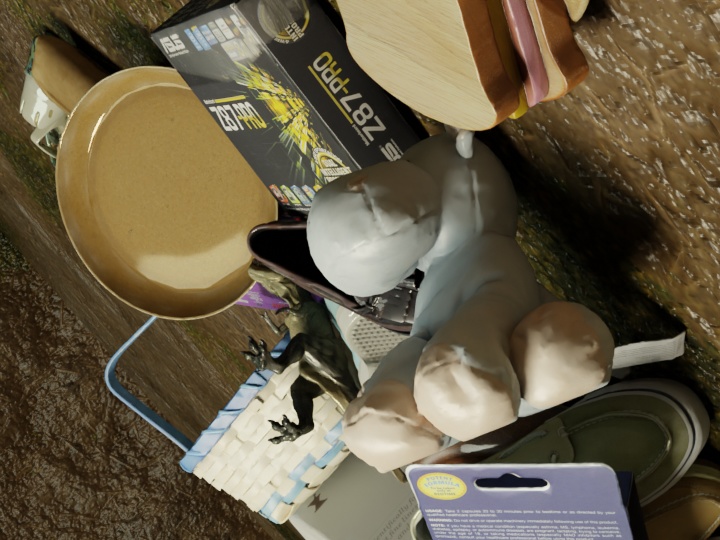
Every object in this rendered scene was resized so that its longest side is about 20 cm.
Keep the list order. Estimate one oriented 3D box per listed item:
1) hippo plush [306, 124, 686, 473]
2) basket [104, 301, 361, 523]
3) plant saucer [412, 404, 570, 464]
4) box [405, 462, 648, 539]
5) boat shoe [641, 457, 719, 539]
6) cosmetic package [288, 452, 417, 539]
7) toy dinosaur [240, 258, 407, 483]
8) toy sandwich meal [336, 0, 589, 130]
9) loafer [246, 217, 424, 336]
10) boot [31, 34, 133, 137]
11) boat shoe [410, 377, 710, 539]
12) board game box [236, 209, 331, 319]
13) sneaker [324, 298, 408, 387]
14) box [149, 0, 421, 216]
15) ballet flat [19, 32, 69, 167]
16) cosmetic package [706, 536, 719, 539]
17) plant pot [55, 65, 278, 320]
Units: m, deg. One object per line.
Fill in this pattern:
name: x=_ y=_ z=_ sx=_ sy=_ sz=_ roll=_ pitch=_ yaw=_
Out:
hippo plush: x=0.060 y=0.000 z=0.776 sx=0.162 sy=0.198 sz=0.159 roll=69 pitch=162 yaw=8
basket: x=-0.093 y=0.093 z=1.218 sx=0.200 sy=0.176 sz=0.139 roll=43 pitch=-162 yaw=-3
plant saucer: x=0.120 y=0.146 z=0.995 sx=0.198 sy=0.035 sz=0.201 roll=15 pitch=150 yaw=9
box: x=0.107 y=0.169 z=0.847 sx=0.120 sy=0.033 sz=0.201 roll=-3 pitch=131 yaw=22
boat shoe: x=0.157 y=0.191 z=0.925 sx=0.071 sy=0.077 sz=0.200 roll=27 pitch=131 yaw=-20
cosmetic package: x=0.080 y=0.234 z=1.245 sx=0.201 sy=0.165 sz=0.165 roll=52 pitch=164 yaw=-27
toy dinosaur: x=-0.037 y=0.075 z=1.069 sx=0.047 sy=0.088 sz=0.201 roll=-38 pitch=77 yaw=46
toy sandwich meal: x=0.015 y=-0.152 z=0.612 sx=0.205 sy=0.070 sz=0.205 roll=43 pitch=165 yaw=15
loafer: x=0.000 y=0.000 z=0.980 sx=0.063 sy=0.073 sz=0.199 roll=9 pitch=-177 yaw=-41
boot: x=-0.224 y=-0.148 z=1.288 sx=0.200 sy=0.066 sz=0.176 roll=39 pitch=163 yaw=29
boat shoe: x=0.115 y=0.126 z=0.878 sx=0.199 sy=0.062 sz=0.072 roll=-33 pitch=85 yaw=34
board game box: x=-0.118 y=-0.014 z=1.274 sx=0.198 sy=0.032 sz=0.121 roll=8 pitch=142 yaw=31
sneaker: x=0.016 y=0.035 z=1.131 sx=0.200 sy=0.073 sz=0.082 roll=74 pitch=173 yaw=-63
box: x=-0.045 y=-0.107 z=0.937 sx=0.162 sy=0.049 sz=0.200 roll=54 pitch=165 yaw=-17
ballet flat: x=-0.302 y=-0.157 z=1.473 sx=0.074 sy=0.074 sz=0.200 roll=40 pitch=164 yaw=20
cosmetic package: x=0.233 y=0.227 z=0.954 sx=0.101 sy=0.074 sz=0.200 roll=30 pitch=163 yaw=-2
plant pot: x=-0.148 y=-0.061 z=1.159 sx=0.200 sy=0.200 sz=0.027 roll=45 pitch=-153 yaw=5
